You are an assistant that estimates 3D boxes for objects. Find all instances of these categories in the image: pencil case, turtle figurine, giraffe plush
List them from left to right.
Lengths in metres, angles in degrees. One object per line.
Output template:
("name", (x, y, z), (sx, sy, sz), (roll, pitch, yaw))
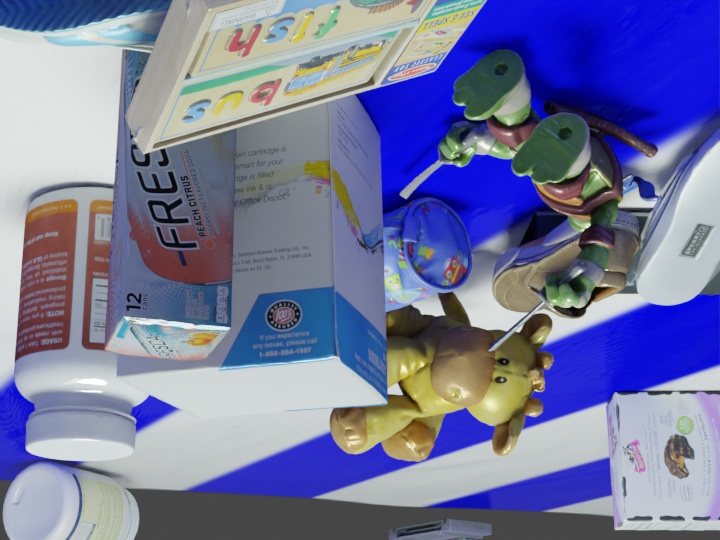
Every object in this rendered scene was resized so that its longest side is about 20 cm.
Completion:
("pencil case", (0.000, 0.000, 1.126), (0.086, 0.079, 0.199), (24, 150, -37))
("giraffe plush", (0.086, 0.095, 1.198), (0.199, 0.175, 0.161), (-8, -172, -38))
("turtle figurine", (0.104, -0.045, 0.899), (0.198, 0.145, 0.194), (-10, 156, 15))

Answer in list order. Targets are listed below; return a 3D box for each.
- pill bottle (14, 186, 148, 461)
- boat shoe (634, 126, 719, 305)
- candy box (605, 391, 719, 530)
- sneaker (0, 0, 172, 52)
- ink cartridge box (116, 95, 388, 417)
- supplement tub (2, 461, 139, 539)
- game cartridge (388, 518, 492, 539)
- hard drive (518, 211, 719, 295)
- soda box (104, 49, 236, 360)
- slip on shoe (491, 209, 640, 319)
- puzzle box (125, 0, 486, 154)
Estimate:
("pill bottle", (-0.218, 0.045, 1.059), (0.111, 0.202, 0.112), (0, 161, 0))
("boat shoe", (0.254, -0.060, 0.979), (0.073, 0.066, 0.201), (16, 136, -13))
("candy box", (0.424, 0.246, 1.710), (0.198, 0.170, 0.072), (0, 160, -1))
("sneaker", (-0.116, -0.146, 0.706), (0.198, 0.077, 0.081), (0, 163, 4))
("ink cartridge box", (-0.067, -0.017, 0.885), (0.146, 0.202, 0.145), (-6, 163, 14))
("supplement tub", (-0.468, 0.397, 2.163), (0.144, 0.147, 0.200), (-10, 159, 25))
("game cartridge", (0.171, 0.561, 2.832), (0.129, 0.039, 0.199), (19, 153, -35))
("hard drive", (0.239, -0.013, 1.163), (0.198, 0.033, 0.140), (0, 161, -3))
("soda box", (-0.110, -0.053, 0.777), (0.063, 0.202, 0.068), (6, 159, -18))
("slip on shoe", (0.164, 0.011, 1.082), (0.075, 0.061, 0.200), (11, 159, -20))
("puzzle box", (-0.017, -0.126, 0.686), (0.199, 0.026, 0.133), (-21, 165, -30))
